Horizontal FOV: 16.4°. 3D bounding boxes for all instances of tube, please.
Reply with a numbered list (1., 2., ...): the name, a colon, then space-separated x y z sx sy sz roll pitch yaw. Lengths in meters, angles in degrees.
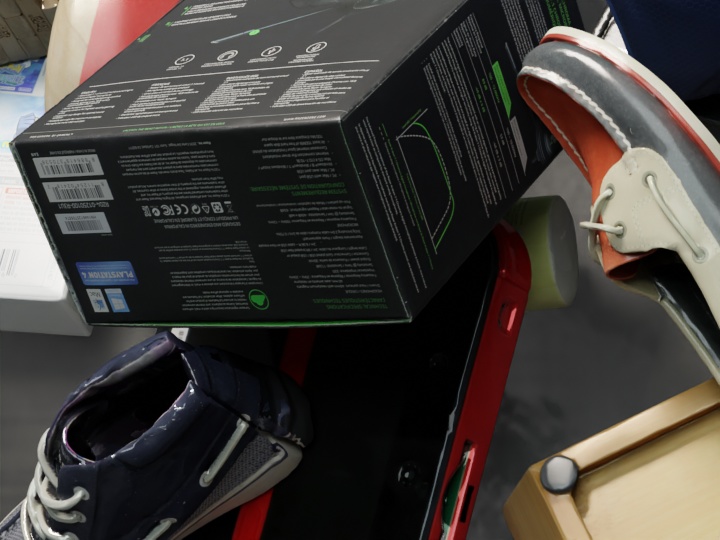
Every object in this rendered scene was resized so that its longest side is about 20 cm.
1. tube: 0.000 0.000 1.157 0.199 0.052 0.058 -7 24 18

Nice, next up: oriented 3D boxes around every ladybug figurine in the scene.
1. ladybug figurine: -0.086 -0.109 1.188 0.071 0.136 0.201 3 57 26

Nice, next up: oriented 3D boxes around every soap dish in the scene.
1. soap dish: 0.172 0.110 1.013 0.199 0.081 0.158 -25 56 1

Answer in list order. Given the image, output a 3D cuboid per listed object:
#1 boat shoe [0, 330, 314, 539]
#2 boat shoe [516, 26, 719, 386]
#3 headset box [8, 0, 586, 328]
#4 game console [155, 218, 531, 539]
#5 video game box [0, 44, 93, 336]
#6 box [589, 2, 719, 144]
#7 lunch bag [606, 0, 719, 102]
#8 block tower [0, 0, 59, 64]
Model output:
1. boat shoe: -0.122 0.097 1.078 0.200 0.093 0.075 -40 56 12
2. boat shoe: 0.125 -0.013 0.995 0.062 0.071 0.200 -39 75 -10
3. headset box: -0.015 -0.067 1.064 0.173 0.093 0.200 -2 30 35
4. game console: -0.022 0.060 1.108 0.176 0.031 0.201 7 75 33
5. video game box: -0.207 -0.060 1.256 0.199 0.047 0.183 4 64 20
6. box: 0.220 -0.101 1.120 0.199 0.086 0.164 21 69 27
7. lunch bag: 0.165 -0.168 1.042 0.131 0.136 0.201 -11 59 13
8. block tower: -0.210 -0.133 1.241 0.199 0.058 0.054 -11 55 12
